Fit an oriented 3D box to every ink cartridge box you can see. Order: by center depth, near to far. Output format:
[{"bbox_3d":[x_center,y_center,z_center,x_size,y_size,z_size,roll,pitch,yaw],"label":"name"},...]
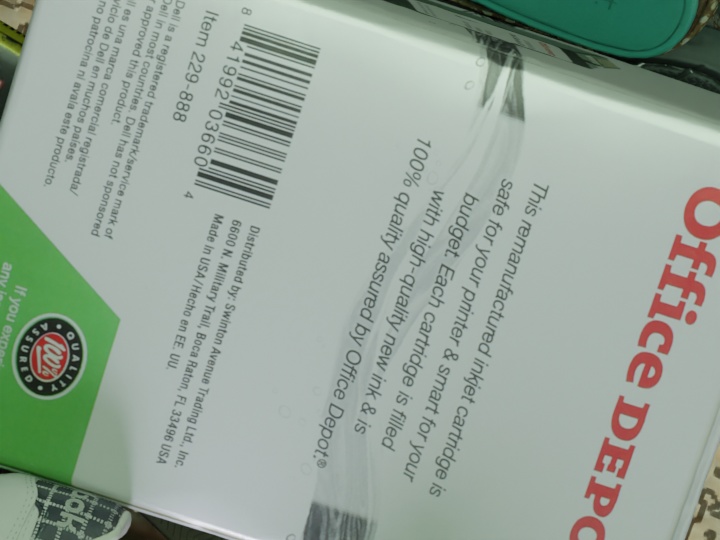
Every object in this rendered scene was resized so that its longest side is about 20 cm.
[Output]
[{"bbox_3d":[0.000,0.000,0.726,0.200,0.084,0.146,18,101,-2],"label":"ink cartridge box"}]

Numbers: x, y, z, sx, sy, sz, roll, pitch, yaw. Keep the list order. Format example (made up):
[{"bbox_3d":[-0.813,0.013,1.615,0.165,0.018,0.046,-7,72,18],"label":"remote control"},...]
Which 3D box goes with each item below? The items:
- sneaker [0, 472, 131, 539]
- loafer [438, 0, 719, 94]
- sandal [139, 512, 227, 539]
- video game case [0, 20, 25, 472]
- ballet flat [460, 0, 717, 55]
[{"bbox_3d":[-0.101,0.151,0.688,0.080,0.076,0.200,2,92,-3],"label":"sneaker"},{"bbox_3d":[0.020,-0.084,0.834,0.200,0.072,0.063,8,61,-9],"label":"loafer"},{"bbox_3d":[0.003,0.099,0.786,0.200,0.055,0.082,39,120,5],"label":"sandal"},{"bbox_3d":[-0.175,0.000,0.790,0.181,0.026,0.200,31,100,-2],"label":"video game case"},{"bbox_3d":[0.008,-0.118,0.770,0.200,0.071,0.065,23,40,-8],"label":"ballet flat"}]
